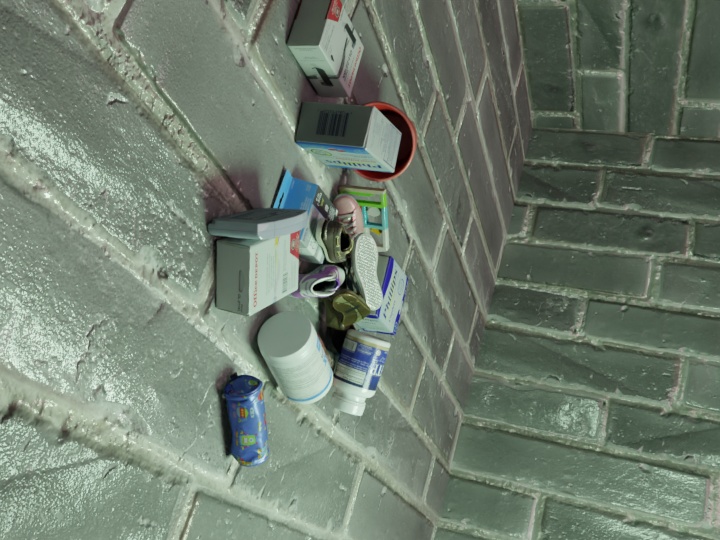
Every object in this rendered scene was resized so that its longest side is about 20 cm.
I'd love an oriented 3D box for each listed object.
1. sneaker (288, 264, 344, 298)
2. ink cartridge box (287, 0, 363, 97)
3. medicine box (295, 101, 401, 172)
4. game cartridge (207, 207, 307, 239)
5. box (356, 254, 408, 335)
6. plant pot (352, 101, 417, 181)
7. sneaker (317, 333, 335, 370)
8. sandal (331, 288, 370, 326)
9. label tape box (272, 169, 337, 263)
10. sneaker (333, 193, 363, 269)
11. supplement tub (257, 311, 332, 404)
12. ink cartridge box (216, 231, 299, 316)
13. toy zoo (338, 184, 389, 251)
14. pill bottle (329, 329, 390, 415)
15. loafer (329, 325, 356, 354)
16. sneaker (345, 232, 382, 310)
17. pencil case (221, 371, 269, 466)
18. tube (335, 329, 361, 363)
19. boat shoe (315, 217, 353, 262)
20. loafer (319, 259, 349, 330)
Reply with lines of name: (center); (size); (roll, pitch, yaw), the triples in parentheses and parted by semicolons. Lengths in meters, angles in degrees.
sneaker: (-0.076, 0.032, 1.745); (0.200, 0.114, 0.073); (-19, 105, -52)
ink cartridge box: (-0.074, -0.507, 1.658); (0.200, 0.083, 0.145); (49, 52, -62)
medicine box: (-0.024, -0.311, 1.717); (0.200, 0.181, 0.104); (23, 77, -66)
game cartridge: (-0.192, -0.094, 1.454); (0.200, 0.133, 0.041); (-26, 115, -63)
box: (0.050, 0.071, 2.129); (0.200, 0.104, 0.185); (46, 54, -62)
plant pot: (0.066, -0.346, 1.937); (0.177, 0.199, 0.202); (-41, 135, -69)
sneaker: (-0.108, 0.217, 1.843); (0.098, 0.070, 0.201); (-58, 149, -44)
sandal: (-0.027, 0.081, 1.787); (0.200, 0.080, 0.054); (59, 9, -62)
label tape box: (-0.129, -0.120, 1.685); (0.200, 0.066, 0.144); (53, 50, -62)
sneaker: (-0.025, -0.091, 1.880); (0.105, 0.075, 0.201); (-97, 179, -62)
supplement tub: (-0.146, 0.202, 1.670); (0.201, 0.131, 0.132); (73, 33, -47)
ink cartridge box: (-0.208, -0.009, 1.503); (0.200, 0.082, 0.147); (-30, 128, -61)
toy zoo: (0.010, -0.124, 1.932); (0.020, 0.130, 0.201); (-47, 140, -53)
pill bottle: (-0.007, 0.263, 1.886); (0.120, 0.119, 0.201); (21, 87, -67)
loafer: (-0.027, 0.213, 1.983); (0.071, 0.073, 0.201); (-24, 91, -89)
sneaker: (0.000, 0.000, 1.841); (0.078, 0.079, 0.201); (-19, 111, -33)
pencil case: (-0.242, 0.317, 1.548); (0.078, 0.086, 0.201); (-118, -157, -63)
tube: (-0.023, 0.234, 2.081); (0.078, 0.050, 0.200); (67, 27, -4)
boat shoe: (-0.052, -0.065, 1.727); (0.200, 0.059, 0.072); (61, 41, -66)
loafer: (-0.072, 0.058, 1.888); (0.076, 0.067, 0.201); (12, 71, -71)
